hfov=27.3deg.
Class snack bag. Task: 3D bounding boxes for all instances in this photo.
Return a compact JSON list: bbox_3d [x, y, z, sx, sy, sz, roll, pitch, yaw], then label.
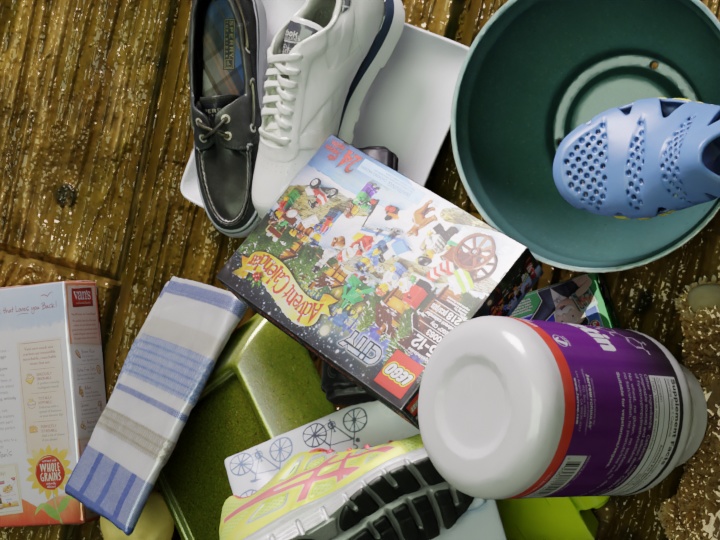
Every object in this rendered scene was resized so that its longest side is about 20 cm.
[{"bbox_3d":[0.008,0.188,1.027,0.187,0.021,0.201,-22,62,12],"label":"snack bag"}]

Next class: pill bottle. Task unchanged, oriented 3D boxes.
[{"bbox_3d":[0.139,0.091,0.968,0.112,0.199,0.113,-7,80,45],"label":"pill bottle"}]

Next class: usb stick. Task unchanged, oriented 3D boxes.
[{"bbox_3d":[0.000,0.000,1.092,0.055,0.033,0.202,-9,63,23],"label":"usb stick"}]

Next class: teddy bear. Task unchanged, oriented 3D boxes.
[{"bbox_3d":[0.268,0.101,1.045,0.144,0.067,0.202,-12,81,7],"label":"teddy bear"}]

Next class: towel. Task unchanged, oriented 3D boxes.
[{"bbox_3d":[-0.159,0.100,1.161,0.147,0.024,0.201,8,71,61],"label":"towel"}]

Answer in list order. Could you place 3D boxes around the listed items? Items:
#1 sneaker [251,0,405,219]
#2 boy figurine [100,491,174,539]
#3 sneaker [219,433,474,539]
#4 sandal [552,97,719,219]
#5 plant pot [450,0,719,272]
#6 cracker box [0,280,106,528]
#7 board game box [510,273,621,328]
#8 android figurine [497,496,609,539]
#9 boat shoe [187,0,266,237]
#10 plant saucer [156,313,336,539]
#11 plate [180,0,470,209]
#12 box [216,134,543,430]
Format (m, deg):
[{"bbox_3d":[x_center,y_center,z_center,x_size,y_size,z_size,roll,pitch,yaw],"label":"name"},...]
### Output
[{"bbox_3d":[-0.044,-0.134,1.113,0.076,0.080,0.201,24,94,42],"label":"sneaker"},{"bbox_3d":[-0.159,0.275,1.200,0.124,0.064,0.201,-36,74,50],"label":"boy figurine"},{"bbox_3d":[-0.012,0.146,1.001,0.199,0.078,0.091,-24,40,-2],"label":"sneaker"},{"bbox_3d":[0.213,-0.072,0.911,0.198,0.087,0.080,-6,91,21],"label":"sandal"},{"bbox_3d":[0.176,-0.100,1.038,0.199,0.134,0.202,0,91,20],"label":"plant pot"},{"bbox_3d":[-0.286,0.114,1.261,0.133,0.058,0.202,-6,88,21],"label":"cracker box"},{"bbox_3d":[0.108,0.095,1.120,0.199,0.029,0.136,-19,83,20],"label":"board game box"},{"bbox_3d":[0.091,0.167,1.091,0.181,0.041,0.201,-29,97,21],"label":"android figurine"},{"bbox_3d":[-0.107,-0.127,1.160,0.068,0.057,0.202,-3,89,21],"label":"boat shoe"},{"bbox_3d":[-0.093,0.157,1.152,0.200,0.048,0.201,-37,74,38],"label":"plant saucer"},{"bbox_3d":[-0.025,-0.113,1.175,0.199,0.032,0.201,25,98,19],"label":"plate"},{"bbox_3d":[0.009,0.003,1.031,0.200,0.038,0.137,32,79,38],"label":"box"}]
